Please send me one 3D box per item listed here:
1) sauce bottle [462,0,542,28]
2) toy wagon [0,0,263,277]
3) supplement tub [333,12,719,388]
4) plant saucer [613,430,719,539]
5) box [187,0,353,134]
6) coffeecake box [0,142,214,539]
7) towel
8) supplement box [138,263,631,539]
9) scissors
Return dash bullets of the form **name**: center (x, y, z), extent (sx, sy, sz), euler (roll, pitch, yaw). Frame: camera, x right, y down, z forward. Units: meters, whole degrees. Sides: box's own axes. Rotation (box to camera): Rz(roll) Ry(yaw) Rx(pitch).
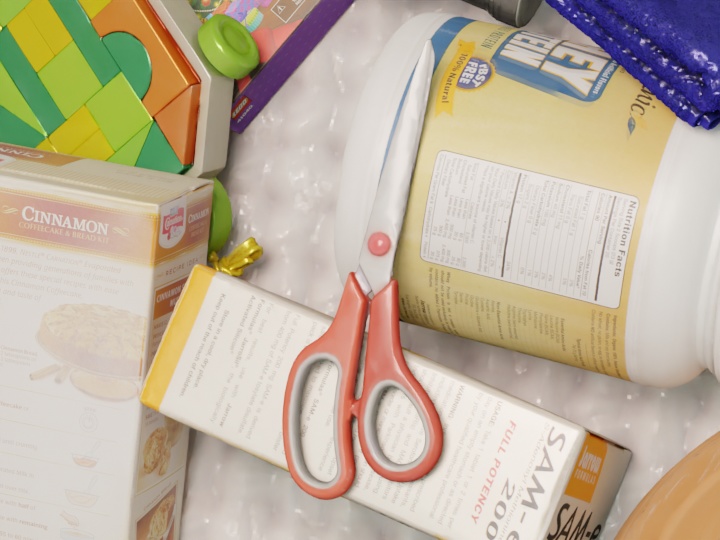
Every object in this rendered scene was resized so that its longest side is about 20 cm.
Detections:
- **sauce bottle**: center (-0.004, -0.171, 1.343), extent (0.199, 0.066, 0.066), euler (24, 88, 14)
- **toy wagon**: center (-0.118, -0.078, 1.381), extent (0.155, 0.040, 0.200), euler (-38, 79, 30)
- **supplement tub**: center (0.102, -0.029, 1.288), extent (0.199, 0.145, 0.145), euler (14, 85, 17)
- **plant saucer**: center (0.181, 0.126, 1.233), extent (0.200, 0.032, 0.201), euler (-30, 30, 19)
- **box**: center (-0.049, -0.188, 1.409), extent (0.137, 0.039, 0.200), euler (41, 93, 17)
- **coffeecake box**: center (-0.161, 0.046, 1.354), extent (0.153, 0.073, 0.201), euler (11, 104, 17)
- **towel**: center (0.179, -0.136, 1.270), extent (0.199, 0.050, 0.148), euler (-22, 47, -32)
- **supplement box**: center (0.014, 0.073, 1.305), extent (0.199, 0.126, 0.074), euler (23, 89, 18)
- **scissors**: center (0.000, 0.000, 1.236), extent (0.073, 0.014, 0.201), euler (-1, 90, 18)
